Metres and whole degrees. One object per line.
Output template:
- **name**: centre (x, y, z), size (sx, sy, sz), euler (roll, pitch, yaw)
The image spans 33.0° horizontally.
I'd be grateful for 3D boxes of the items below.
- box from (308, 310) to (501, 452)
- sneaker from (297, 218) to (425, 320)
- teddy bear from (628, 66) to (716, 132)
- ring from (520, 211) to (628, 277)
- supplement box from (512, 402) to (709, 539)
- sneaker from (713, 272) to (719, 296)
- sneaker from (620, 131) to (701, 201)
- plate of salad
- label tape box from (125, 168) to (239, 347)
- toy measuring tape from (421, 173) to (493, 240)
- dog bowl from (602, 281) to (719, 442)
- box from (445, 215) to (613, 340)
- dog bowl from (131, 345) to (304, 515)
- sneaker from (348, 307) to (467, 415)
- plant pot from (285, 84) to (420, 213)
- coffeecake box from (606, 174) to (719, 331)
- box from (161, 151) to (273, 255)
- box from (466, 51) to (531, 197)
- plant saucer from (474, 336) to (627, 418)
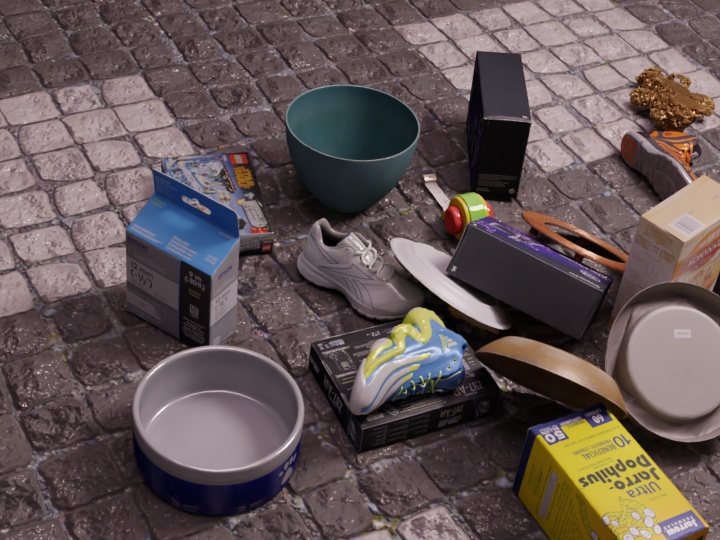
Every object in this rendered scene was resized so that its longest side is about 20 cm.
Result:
- **box**: centre (0.054, 0.136, 1.541), size (0.198, 0.044, 0.161), euler (-13, 44, -23)
- **sneaker**: centre (0.000, 0.000, 1.659), size (0.199, 0.088, 0.075), euler (26, 40, 18)
- **teddy bear**: centre (0.542, -0.296, 2.127), size (0.143, 0.067, 0.201), euler (3, 33, -20)
- **ring**: centre (0.319, -0.034, 1.743), size (0.199, 0.019, 0.201), euler (24, 14, -6)
- **supplement box**: centre (0.277, 0.267, 1.372), size (0.108, 0.110, 0.200), euler (-15, 46, -25)
- **sneaker**: centre (0.519, -0.015, 1.776), size (0.081, 0.071, 0.200), euler (-20, 49, -25)
- **sneaker**: centre (0.516, -0.173, 1.955), size (0.111, 0.078, 0.201), euler (-12, 44, -20)
- **plate of salad**: centre (0.118, 0.024, 1.642), size (0.199, 0.048, 0.200), euler (31, 16, -10)
- **label tape box**: centre (-0.228, -0.009, 1.543), size (0.142, 0.201, 0.066), euler (27, 45, 22)
- **toy measuring tape**: centre (0.146, -0.104, 1.819), size (0.073, 0.074, 0.201), euler (-10, 44, -21)
- **dog bowl**: centre (0.398, 0.119, 1.538), size (0.198, 0.059, 0.202), euler (2, 76, -7)
- **box**: centre (0.231, 0.006, 1.640), size (0.199, 0.080, 0.141), euler (28, 16, 13)
- **dog bowl**: centre (-0.167, 0.184, 1.420), size (0.198, 0.079, 0.201), euler (5, 39, -4)
- **sneaker**: centre (0.068, 0.119, 1.470), size (0.104, 0.076, 0.200), euler (24, 42, 17)
- **plant pot**: centre (-0.018, -0.167, 1.815), size (0.198, 0.136, 0.201), euler (5, 39, -4)
- **coffeecake box**: centre (0.427, -0.006, 1.648), size (0.153, 0.201, 0.073), euler (-29, 52, -36)
- **box**: centre (-0.212, -0.097, 1.775), size (0.135, 0.040, 0.201), euler (-5, 42, -14)
- **box**: centre (0.215, -0.233, 1.916), size (0.078, 0.142, 0.201), euler (6, 39, -3)
- **plant saucer**: centre (0.236, 0.125, 1.479), size (0.198, 0.200, 0.036), euler (21, 79, 15)
